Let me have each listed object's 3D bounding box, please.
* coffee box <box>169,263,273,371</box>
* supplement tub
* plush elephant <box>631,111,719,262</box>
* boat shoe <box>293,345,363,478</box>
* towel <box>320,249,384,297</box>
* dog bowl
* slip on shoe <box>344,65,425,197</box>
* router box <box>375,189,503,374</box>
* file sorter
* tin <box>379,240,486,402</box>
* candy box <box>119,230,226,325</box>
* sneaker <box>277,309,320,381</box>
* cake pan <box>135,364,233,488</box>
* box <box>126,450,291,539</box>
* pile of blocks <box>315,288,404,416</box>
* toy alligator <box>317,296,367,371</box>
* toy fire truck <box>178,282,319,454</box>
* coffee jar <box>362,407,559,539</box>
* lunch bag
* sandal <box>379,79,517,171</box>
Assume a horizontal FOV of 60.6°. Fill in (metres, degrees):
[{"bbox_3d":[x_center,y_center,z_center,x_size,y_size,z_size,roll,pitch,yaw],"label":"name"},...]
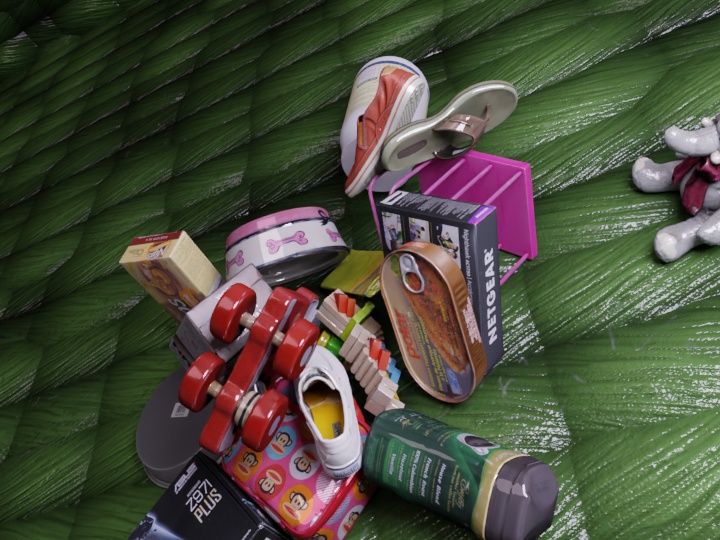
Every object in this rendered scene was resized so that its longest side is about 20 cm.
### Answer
[{"bbox_3d":[-0.189,0.081,0.856,0.112,0.080,0.200,-39,0,-29],"label":"coffee box"},{"bbox_3d":[0.042,-0.254,1.069,0.141,0.146,0.204,-9,49,26],"label":"supplement tub"},{"bbox_3d":[0.416,-0.127,0.710,0.195,0.156,0.168,-8,49,27],"label":"plush elephant"},{"bbox_3d":[-0.046,0.146,0.734,0.069,0.071,0.202,-18,36,-3],"label":"boat shoe"},{"bbox_3d":[0.000,0.000,0.906,0.086,0.018,0.199,-43,17,-16],"label":"towel"},{"bbox_3d":[-0.118,-0.033,0.940,0.195,0.199,0.076,-20,83,16],"label":"dog bowl"},{"bbox_3d":[0.021,-0.186,0.841,0.061,0.202,0.074,38,41,12],"label":"slip on shoe"},{"bbox_3d":[0.099,0.013,0.762,0.147,0.205,0.051,17,38,41],"label":"router box"},{"bbox_3d":[0.121,-0.072,0.845,0.125,0.142,0.198,-38,40,-26],"label":"file sorter"},{"bbox_3d":[0.087,0.062,0.737,0.110,0.205,0.042,-1,25,42],"label":"tin"},{"bbox_3d":[-0.276,0.029,0.988,0.112,0.202,0.056,-3,49,29],"label":"candy box"},{"bbox_3d":[-0.127,0.133,0.886,0.069,0.074,0.203,25,68,16],"label":"sneaker"},{"bbox_3d":[-0.261,0.222,0.932,0.195,0.037,0.204,-18,45,19],"label":"cake pan"},{"bbox_3d":[-0.200,0.356,0.741,0.162,0.087,0.201,25,69,44],"label":"box"},{"bbox_3d":[0.016,0.097,0.809,0.080,0.063,0.203,-10,58,-37],"label":"pile of blocks"},{"bbox_3d":[-0.020,0.082,0.893,0.203,0.058,0.054,-62,6,-35],"label":"toy alligator"},{"bbox_3d":[-0.115,0.113,0.729,0.110,0.168,0.204,25,89,12],"label":"toy fire truck"},{"bbox_3d":[0.103,0.217,0.651,0.196,0.103,0.088,13,90,40],"label":"coffee jar"},{"bbox_3d":[-0.063,0.227,0.774,0.197,0.083,0.177,22,63,41],"label":"lunch bag"},{"bbox_3d":[0.121,-0.176,0.808,0.197,0.080,0.058,-29,54,1],"label":"sandal"}]
